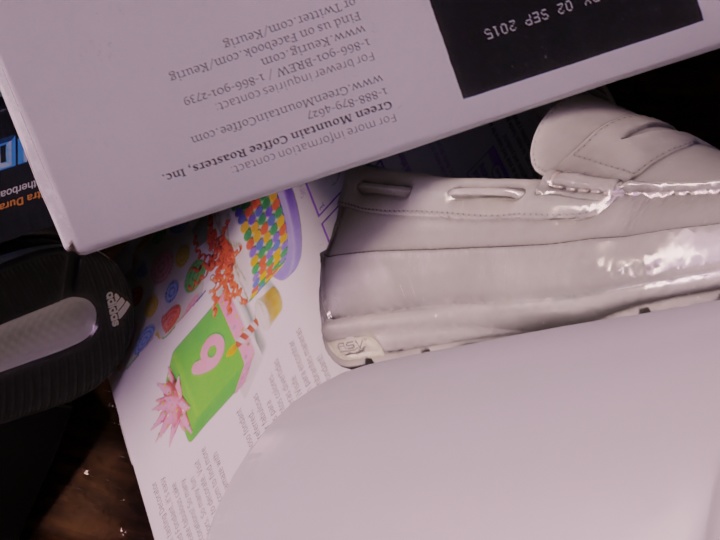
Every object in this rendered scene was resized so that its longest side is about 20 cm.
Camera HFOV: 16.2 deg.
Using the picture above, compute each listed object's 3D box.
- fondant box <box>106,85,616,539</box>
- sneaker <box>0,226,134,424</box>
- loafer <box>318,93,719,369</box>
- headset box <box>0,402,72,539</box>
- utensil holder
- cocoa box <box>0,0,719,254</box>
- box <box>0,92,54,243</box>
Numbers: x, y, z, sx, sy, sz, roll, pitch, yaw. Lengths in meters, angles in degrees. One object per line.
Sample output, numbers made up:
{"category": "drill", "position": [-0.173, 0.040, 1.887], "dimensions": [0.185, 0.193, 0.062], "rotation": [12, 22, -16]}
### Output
{"category": "fondant box", "position": [0.000, 0.000, 0.837], "dimensions": [0.200, 0.058, 0.145], "rotation": [-46, 42, 23]}
{"category": "sneaker", "position": [-0.188, 0.025, 0.878], "dimensions": [0.115, 0.200, 0.076], "rotation": [36, 137, 58]}
{"category": "loafer", "position": [0.067, -0.015, 0.684], "dimensions": [0.199, 0.070, 0.070], "rotation": [-9, 80, 38]}
{"category": "headset box", "position": [-0.213, 0.031, 0.992], "dimensions": [0.200, 0.148, 0.077], "rotation": [52, 125, 48]}
{"category": "utensil holder", "position": [0.078, 0.089, 0.609], "dimensions": [0.200, 0.170, 0.171], "rotation": [-9, 65, 49]}
{"category": "cocoa box", "position": [-0.008, -0.113, 0.719], "dimensions": [0.199, 0.134, 0.131], "rotation": [-18, 23, 7]}
{"category": "box", "position": [-0.144, -0.058, 0.896], "dimensions": [0.200, 0.158, 0.046], "rotation": [-146, 40, -63]}
